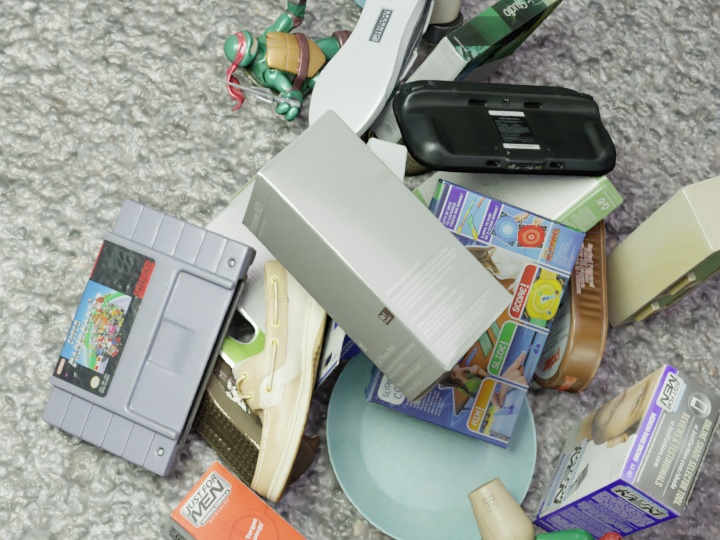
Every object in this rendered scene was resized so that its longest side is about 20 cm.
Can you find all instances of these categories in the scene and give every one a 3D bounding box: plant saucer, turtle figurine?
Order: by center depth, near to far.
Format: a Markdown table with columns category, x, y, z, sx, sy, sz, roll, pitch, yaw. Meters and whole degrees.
| category | x | y | z | sx | sy | sz | roll | pitch | yaw |
| --- | --- | --- | --- | --- | --- | --- | --- | --- | --- |
| plant saucer | 0.062 | 0.152 | 1.032 | 0.198 | 0.039 | 0.204 | 5 | 67 | -12 |
| turtle figurine | -0.059 | -0.212 | 1.112 | 0.197 | 0.100 | 0.152 | 4 | 85 | -31 |

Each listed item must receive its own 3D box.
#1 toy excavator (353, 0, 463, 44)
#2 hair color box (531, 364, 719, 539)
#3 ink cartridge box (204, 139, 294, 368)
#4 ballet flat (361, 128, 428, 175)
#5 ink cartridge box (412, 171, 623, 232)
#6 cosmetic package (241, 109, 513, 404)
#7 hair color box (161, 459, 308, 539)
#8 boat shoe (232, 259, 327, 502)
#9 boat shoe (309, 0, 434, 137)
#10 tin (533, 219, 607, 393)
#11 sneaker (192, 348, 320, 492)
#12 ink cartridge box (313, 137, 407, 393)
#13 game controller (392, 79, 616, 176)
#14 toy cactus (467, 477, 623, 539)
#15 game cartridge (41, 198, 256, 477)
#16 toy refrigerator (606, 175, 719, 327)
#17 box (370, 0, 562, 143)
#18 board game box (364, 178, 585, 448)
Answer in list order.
| category | x | y | z | sx | sy | sz | roll | pitch | yaw |
| --- | --- | --- | --- | --- | --- | --- | --- | --- | --- |
| toy excavator | 0.005 | -0.333 | 1.177 | 0.197 | 0.100 | 0.197 | -3 | 56 | -13 |
| hair color box | 0.225 | 0.167 | 0.979 | 0.064 | 0.200 | 0.110 | 31 | 64 | -1 |
| ink cartridge box | -0.076 | 0.002 | 1.037 | 0.148 | 0.076 | 0.200 | 44 | 68 | 5 |
| ballet flat | 0.093 | -0.133 | 1.149 | 0.197 | 0.046 | 0.068 | 0 | 68 | -15 |
| ink cartridge box | 0.127 | -0.058 | 1.069 | 0.199 | 0.048 | 0.146 | -39 | 44 | 12 |
| cosmetic package | 0.008 | -0.009 | 0.855 | 0.200 | 0.107 | 0.090 | 43 | 68 | 6 |
| hair color box | -0.067 | 0.250 | 0.924 | 0.199 | 0.102 | 0.061 | 40 | 65 | 3 |
| boat shoe | -0.072 | 0.086 | 0.936 | 0.068 | 0.074 | 0.203 | 11 | 70 | -4 |
| boat shoe | 0.017 | -0.198 | 1.075 | 0.071 | 0.068 | 0.202 | 18 | 79 | 24 |
| tin | 0.192 | 0.016 | 1.079 | 0.041 | 0.112 | 0.203 | 7 | 66 | -10 |
| sneaker | -0.116 | 0.105 | 1.000 | 0.201 | 0.071 | 0.075 | 52 | 42 | 10 |
| ink cartridge box | 0.000 | 0.000 | 0.961 | 0.039 | 0.100 | 0.203 | 13 | 69 | -10 |
| game controller | 0.127 | -0.123 | 0.990 | 0.197 | 0.042 | 0.106 | 0 | 55 | -18 |
| toy cactus | 0.138 | 0.258 | 0.951 | 0.199 | 0.102 | 0.167 | -32 | 81 | 15 |
| game cartridge | -0.180 | 0.054 | 0.952 | 0.128 | 0.038 | 0.203 | 20 | 88 | 11 |
| toy refrigerator | 0.298 | -0.014 | 1.071 | 0.075 | 0.200 | 0.071 | -17 | 74 | -21 |
| box | 0.108 | -0.207 | 1.103 | 0.036 | 0.144 | 0.200 | 48 | 50 | 1 |
| board game box | 0.098 | 0.038 | 0.991 | 0.134 | 0.034 | 0.203 | 19 | 97 | -6 |
